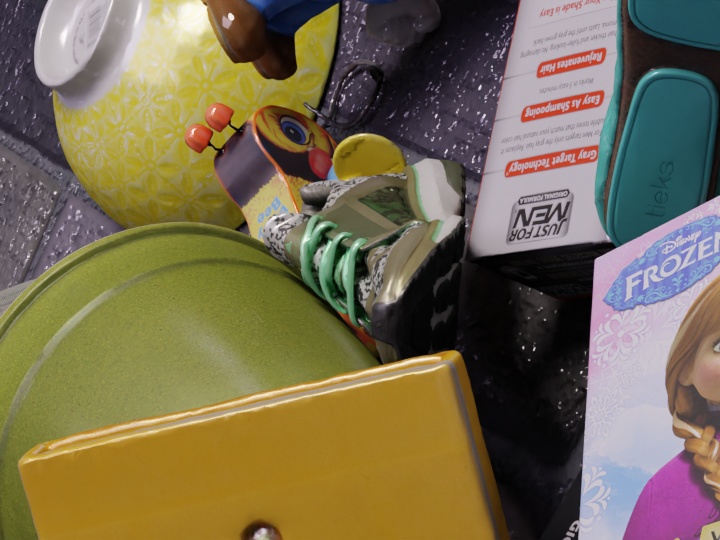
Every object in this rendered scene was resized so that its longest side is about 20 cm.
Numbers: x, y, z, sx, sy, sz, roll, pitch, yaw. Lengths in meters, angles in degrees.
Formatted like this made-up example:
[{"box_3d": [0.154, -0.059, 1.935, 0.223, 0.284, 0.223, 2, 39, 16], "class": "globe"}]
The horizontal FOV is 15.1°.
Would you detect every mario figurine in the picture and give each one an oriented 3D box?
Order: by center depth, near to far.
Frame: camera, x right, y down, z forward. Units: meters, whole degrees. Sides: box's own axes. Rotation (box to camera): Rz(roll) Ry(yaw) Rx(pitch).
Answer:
[{"box_3d": [0.027, -0.150, 1.312, 0.200, 0.106, 0.123, -31, 23, 13], "class": "mario figurine"}]

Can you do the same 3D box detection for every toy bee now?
[{"box_3d": [-0.037, -0.032, 1.335, 0.131, 0.109, 0.200, -59, 34, 17], "class": "toy bee"}]

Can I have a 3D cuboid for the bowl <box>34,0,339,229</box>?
[{"box_3d": [-0.113, -0.120, 1.496, 0.200, 0.108, 0.200, -33, 46, 42], "class": "bowl"}]

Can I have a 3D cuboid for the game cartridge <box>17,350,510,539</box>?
[{"box_3d": [-0.021, 0.145, 1.033, 0.176, 0.032, 0.200, -13, 99, 14], "class": "game cartridge"}]

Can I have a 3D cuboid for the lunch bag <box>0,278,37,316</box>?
[{"box_3d": [-0.164, 0.093, 1.392, 0.164, 0.200, 0.118, 46, 150, 47], "class": "lunch bag"}]

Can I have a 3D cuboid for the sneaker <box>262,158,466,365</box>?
[{"box_3d": [0.000, 0.000, 1.185, 0.200, 0.089, 0.077, -82, -3, -76], "class": "sneaker"}]

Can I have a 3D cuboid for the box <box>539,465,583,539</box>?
[{"box_3d": [0.167, 0.073, 0.993, 0.198, 0.050, 0.200, 14, 69, 56], "class": "box"}]

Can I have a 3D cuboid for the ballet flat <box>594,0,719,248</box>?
[{"box_3d": [0.130, -0.097, 1.054, 0.070, 0.067, 0.200, -77, -1, -52], "class": "ballet flat"}]

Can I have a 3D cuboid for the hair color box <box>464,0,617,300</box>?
[{"box_3d": [0.117, -0.093, 1.190, 0.101, 0.061, 0.200, -7, 65, 54], "class": "hair color box"}]

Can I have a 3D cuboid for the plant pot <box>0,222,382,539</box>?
[{"box_3d": [-0.048, 0.101, 1.161, 0.193, 0.200, 0.200, 31, 97, 57], "class": "plant pot"}]

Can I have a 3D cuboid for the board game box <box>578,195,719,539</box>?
[{"box_3d": [0.165, 0.039, 0.946, 0.200, 0.041, 0.200, -29, 37, 33], "class": "board game box"}]
